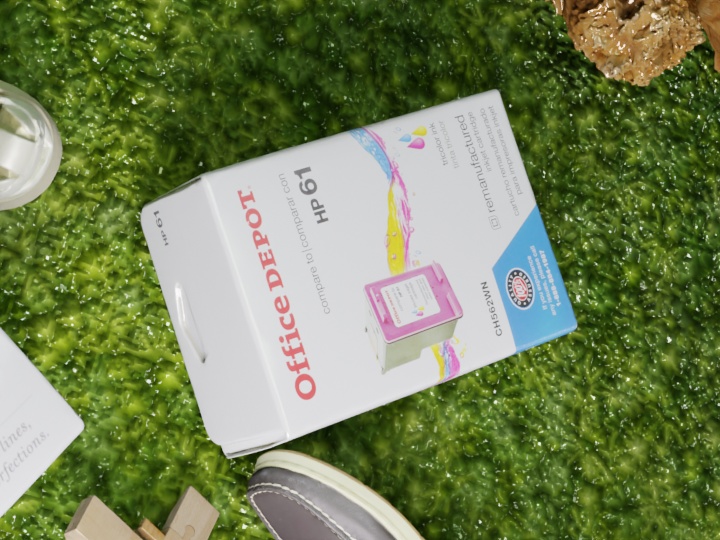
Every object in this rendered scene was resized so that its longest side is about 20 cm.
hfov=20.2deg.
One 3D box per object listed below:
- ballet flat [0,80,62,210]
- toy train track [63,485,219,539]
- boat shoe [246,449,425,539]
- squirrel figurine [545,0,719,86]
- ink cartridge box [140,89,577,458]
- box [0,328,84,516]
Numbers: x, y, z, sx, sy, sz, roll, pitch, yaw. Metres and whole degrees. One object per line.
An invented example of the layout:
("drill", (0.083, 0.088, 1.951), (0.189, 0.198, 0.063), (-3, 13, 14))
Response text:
("ballet flat", (-0.194, -0.066, 0.958), (0.200, 0.069, 0.070), (22, 66, -56))
("toy train track", (-0.082, 0.191, 1.036), (0.200, 0.032, 0.115), (47, 43, -21))
("boat shoe", (0.010, 0.177, 1.068), (0.200, 0.073, 0.065), (45, 57, -15))
("squirrel figurine", (0.195, -0.189, 1.237), (0.200, 0.141, 0.187), (-37, 109, -16))
("ink cartridge box", (0.000, 0.000, 1.092), (0.200, 0.085, 0.145), (-19, 90, -30))
("box", (-0.271, 0.069, 0.894), (0.200, 0.131, 0.199), (50, 61, -12))
